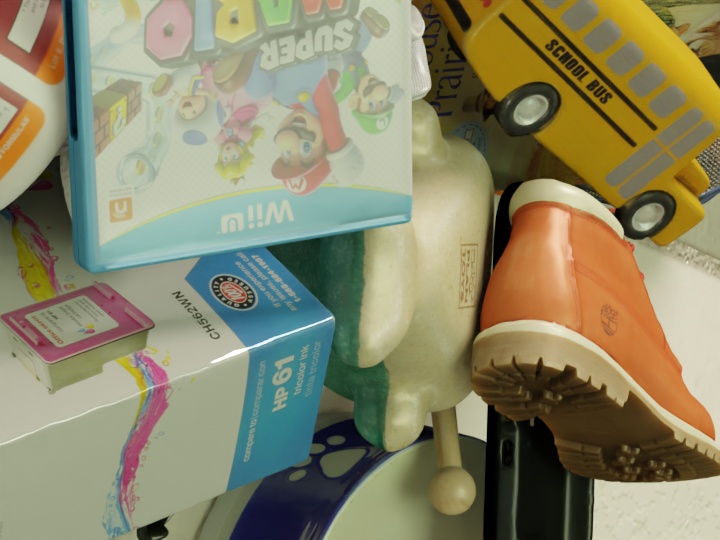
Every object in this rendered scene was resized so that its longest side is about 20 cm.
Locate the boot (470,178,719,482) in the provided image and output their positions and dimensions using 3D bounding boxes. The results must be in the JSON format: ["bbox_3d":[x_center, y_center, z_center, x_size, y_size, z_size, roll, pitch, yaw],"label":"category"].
[{"bbox_3d":[0.118,0.034,1.361,0.200,0.075,0.107,43,46,-53],"label":"boot"}]

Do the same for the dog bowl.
[{"bbox_3d":[0.009,0.173,1.433,0.200,0.079,0.201,-7,99,-45],"label":"dog bowl"}]

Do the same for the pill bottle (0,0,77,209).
[{"bbox_3d":[-0.206,-0.112,1.135,0.200,0.113,0.113,33,70,-26],"label":"pill bottle"}]

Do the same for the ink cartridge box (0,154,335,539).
[{"bbox_3d":[-0.134,0.037,1.195,0.200,0.145,0.085,-21,140,-34],"label":"ink cartridge box"}]

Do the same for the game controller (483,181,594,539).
[{"bbox_3d":[0.085,0.059,1.411,0.104,0.042,0.200,9,82,-59],"label":"game controller"}]

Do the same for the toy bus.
[{"bbox_3d":[0.103,-0.090,1.337,0.078,0.065,0.200,-40,136,12],"label":"toy bus"}]

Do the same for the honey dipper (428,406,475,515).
[{"bbox_3d":[0.037,0.026,1.411,0.038,0.038,0.200,26,47,-45],"label":"honey dipper"}]

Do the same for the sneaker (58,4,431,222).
[{"bbox_3d":[-0.042,-0.083,1.200,0.200,0.115,0.075,-62,142,-42],"label":"sneaker"}]

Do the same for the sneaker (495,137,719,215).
[{"bbox_3d":[0.138,-0.059,1.541,0.200,0.078,0.076,0,95,-46],"label":"sneaker"}]

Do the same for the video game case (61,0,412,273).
[{"bbox_3d":[-0.046,-0.105,1.134,0.143,0.018,0.200,-10,111,-25],"label":"video game case"}]

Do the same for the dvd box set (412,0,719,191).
[{"bbox_3d":[0.084,-0.100,1.390,0.200,0.029,0.146,-5,134,-22],"label":"dvd box set"}]

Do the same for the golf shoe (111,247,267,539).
[{"bbox_3d":[-0.077,0.049,1.321,0.078,0.094,0.200,46,61,-37],"label":"golf shoe"}]

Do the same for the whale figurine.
[{"bbox_3d":[0.000,0.000,1.301,0.200,0.104,0.159,-13,106,-78],"label":"whale figurine"}]
